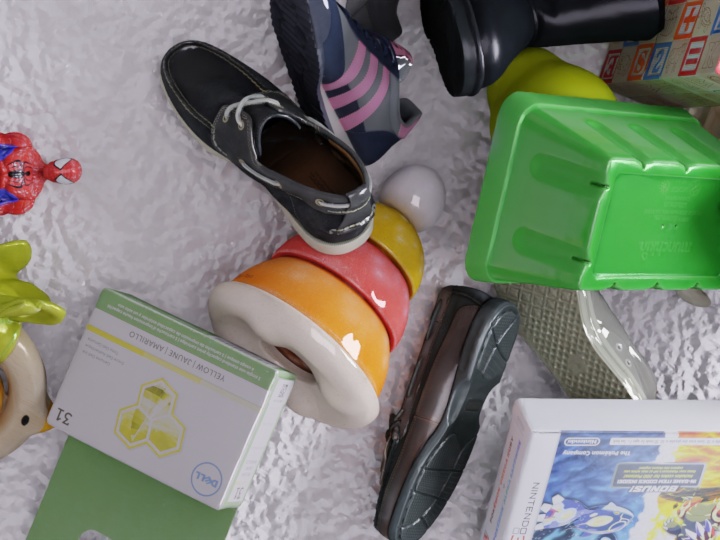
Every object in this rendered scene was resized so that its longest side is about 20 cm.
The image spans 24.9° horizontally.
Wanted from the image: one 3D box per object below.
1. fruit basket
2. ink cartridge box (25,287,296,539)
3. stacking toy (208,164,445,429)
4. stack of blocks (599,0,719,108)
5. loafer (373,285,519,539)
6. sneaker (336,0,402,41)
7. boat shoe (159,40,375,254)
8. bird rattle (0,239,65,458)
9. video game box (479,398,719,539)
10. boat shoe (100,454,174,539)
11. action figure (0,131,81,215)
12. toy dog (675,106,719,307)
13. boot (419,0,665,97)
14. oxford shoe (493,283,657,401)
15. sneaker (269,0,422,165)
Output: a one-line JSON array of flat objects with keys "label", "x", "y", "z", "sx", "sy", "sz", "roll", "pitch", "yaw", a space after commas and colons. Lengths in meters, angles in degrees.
[{"label": "fruit basket", "x": 0.154, "y": -0.070, "z": 1.171, "sx": 0.214, "sy": 0.216, "sz": 0.156, "roll": 8, "pitch": 105, "yaw": -16}, {"label": "ink cartridge box", "x": -0.148, "y": 0.132, "z": 1.114, "sx": 0.145, "sy": 0.048, "sz": 0.201, "roll": 24, "pitch": 91, "yaw": 18}, {"label": "stacking toy", "x": 0.000, "y": 0.000, "z": 1.171, "sx": 0.146, "sy": 0.146, "sz": 0.200, "roll": 44, "pitch": 68, "yaw": -14}, {"label": "stack of blocks", "x": 0.251, "y": -0.181, "z": 1.170, "sx": 0.058, "sy": 0.200, "sz": 0.116, "roll": 19, "pitch": 88, "yaw": -16}, {"label": "loafer", "x": 0.054, "y": 0.107, "z": 1.225, "sx": 0.072, "sy": 0.063, "sz": 0.201, "roll": 26, "pitch": 89, "yaw": -58}, {"label": "sneaker", "x": 0.007, "y": -0.248, "z": 1.155, "sx": 0.084, "sy": 0.075, "sz": 0.201, "roll": 0, "pitch": 122, "yaw": -27}, {"label": "boat shoe", "x": -0.064, "y": -0.099, "z": 1.126, "sx": 0.072, "sy": 0.068, "sz": 0.200, "roll": -40, "pitch": 70, "yaw": -17}, {"label": "bird rattle", "x": -0.291, "y": 0.070, "z": 1.104, "sx": 0.199, "sy": 0.113, "sz": 0.164, "roll": -25, "pitch": 118, "yaw": -9}, {"label": "video game box", "x": 0.194, "y": 0.182, "z": 1.233, "sx": 0.199, "sy": 0.047, "sz": 0.183, "roll": 1, "pitch": 124, "yaw": -15}, {"label": "boat shoe", "x": -0.144, "y": 0.139, "z": 1.168, "sx": 0.075, "sy": 0.060, "sz": 0.201, "roll": 12, "pitch": 89, "yaw": 18}, {"label": "action figure", "x": -0.291, "y": -0.062, "z": 1.116, "sx": 0.199, "sy": 0.052, "sz": 0.066, "roll": -6, "pitch": 93, "yaw": -17}, {"label": "toy dog", "x": 0.346, "y": -0.042, "z": 1.245, "sx": 0.199, "sy": 0.140, "sz": 0.195, "roll": 13, "pitch": 105, "yaw": -16}, {"label": "boot", "x": 0.132, "y": -0.181, "z": 1.131, "sx": 0.167, "sy": 0.200, "sz": 0.077, "roll": -6, "pitch": 112, "yaw": -2}, {"label": "oxford shoe", "x": 0.162, "y": 0.036, "z": 1.245, "sx": 0.201, "sy": 0.075, "sz": 0.058, "roll": 58, "pitch": 39, "yaw": -5}, {"label": "sneaker", "x": -0.007, "y": -0.152, "z": 1.130, "sx": 0.082, "sy": 0.200, "sz": 0.070, "roll": -32, "pitch": 58, "yaw": -10}]
